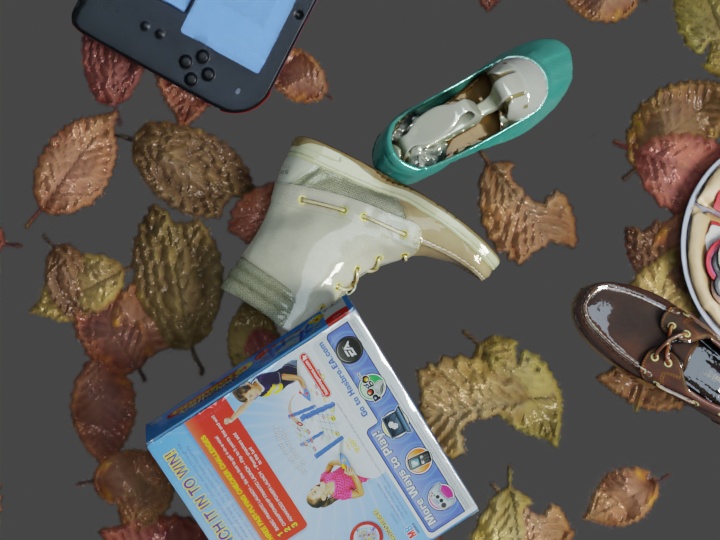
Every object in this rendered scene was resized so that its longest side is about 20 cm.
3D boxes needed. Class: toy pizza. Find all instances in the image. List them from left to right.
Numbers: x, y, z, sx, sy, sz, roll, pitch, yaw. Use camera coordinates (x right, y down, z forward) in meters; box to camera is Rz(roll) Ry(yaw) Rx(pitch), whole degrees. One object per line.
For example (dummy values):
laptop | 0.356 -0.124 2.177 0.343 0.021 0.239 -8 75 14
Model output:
toy pizza | 0.371 -0.018 1.399 0.197 0.032 0.203 1 83 -7

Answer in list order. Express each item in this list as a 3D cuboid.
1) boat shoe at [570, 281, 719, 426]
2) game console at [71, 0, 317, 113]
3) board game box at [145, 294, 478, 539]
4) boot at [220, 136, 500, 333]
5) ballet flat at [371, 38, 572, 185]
boat shoe | 0.270 0.070 1.373 0.198 0.070 0.071 30 85 -1
game console | -0.120 -0.250 1.355 0.175 0.031 0.202 27 95 -10
board game box | -0.039 0.157 1.314 0.195 0.056 0.201 -32 104 -1
boot | 0.000 0.000 1.354 0.198 0.072 0.156 28 84 3
ballet flat | 0.100 -0.133 1.371 0.199 0.070 0.068 -31 89 -6
